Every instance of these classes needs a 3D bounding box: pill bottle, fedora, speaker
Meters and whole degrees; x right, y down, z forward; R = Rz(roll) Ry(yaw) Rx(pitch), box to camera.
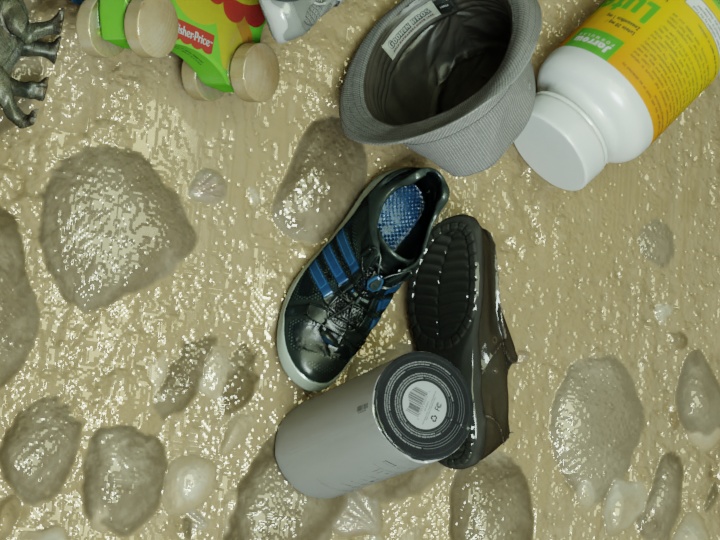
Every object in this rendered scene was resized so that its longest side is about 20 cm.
[{"bbox_3d":[0.217,-0.160,1.846,0.200,0.111,0.111,-44,100,-22],"label":"pill bottle"},{"bbox_3d":[0.076,-0.142,1.768,0.090,0.176,0.200,53,23,-37],"label":"fedora"},{"bbox_3d":[0.007,0.118,1.670,0.081,0.200,0.082,6,74,-22],"label":"speaker"}]

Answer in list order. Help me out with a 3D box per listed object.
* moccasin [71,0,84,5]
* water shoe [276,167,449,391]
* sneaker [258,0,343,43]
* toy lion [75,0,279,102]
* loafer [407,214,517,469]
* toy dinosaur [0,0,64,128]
[{"bbox_3d":[-0.180,-0.273,1.724,0.068,0.081,0.200,33,49,13],"label":"moccasin"},{"bbox_3d":[0.000,0.000,1.750,0.071,0.079,0.200,32,71,-15],"label":"water shoe"},{"bbox_3d":[-0.020,-0.246,1.730,0.200,0.082,0.075,-60,138,-46],"label":"sneaker"},{"bbox_3d":[-0.116,-0.234,1.702,0.200,0.068,0.192,19,78,-54],"label":"toy lion"},{"bbox_3d":[0.085,0.055,1.789,0.071,0.073,0.201,-3,95,-49],"label":"loafer"},{"bbox_3d":[-0.280,-0.159,1.670,0.102,0.077,0.201,16,81,-6],"label":"toy dinosaur"}]
